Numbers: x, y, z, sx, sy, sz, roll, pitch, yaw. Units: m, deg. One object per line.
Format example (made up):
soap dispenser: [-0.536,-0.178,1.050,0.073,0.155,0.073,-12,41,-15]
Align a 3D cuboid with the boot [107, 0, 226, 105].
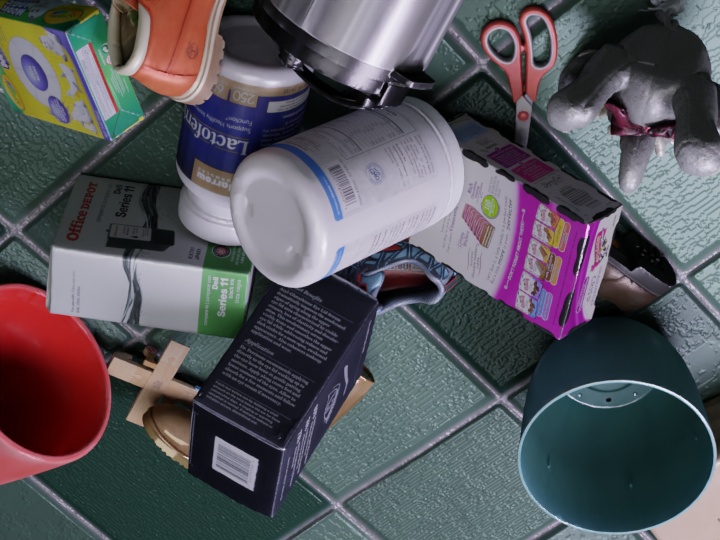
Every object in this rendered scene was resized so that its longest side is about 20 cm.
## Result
boot: [-0.170,-0.258,1.518,0.075,0.203,0.107,1,172,44]

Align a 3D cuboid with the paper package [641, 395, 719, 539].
paper package: [0.411,0.244,1.859,0.189,0.104,0.201,-28,117,21]

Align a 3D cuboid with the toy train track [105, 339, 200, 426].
toy train track: [-0.186,0.132,1.875,0.198,0.033,0.115,25,115,-19]

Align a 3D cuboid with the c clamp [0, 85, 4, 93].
c clamp: [-0.452,-0.141,1.709,0.170,0.027,0.200,30,120,-16]

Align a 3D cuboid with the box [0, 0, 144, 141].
box: [-0.292,-0.196,1.585,0.199,0.048,0.118,20,139,47]

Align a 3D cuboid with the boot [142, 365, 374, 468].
boot: [-0.112,0.138,1.836,0.174,0.066,0.200,35,107,-23]

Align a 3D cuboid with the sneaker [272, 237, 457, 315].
sneaker: [0.000,0.000,1.729,0.197,0.096,0.080,-4,123,7]

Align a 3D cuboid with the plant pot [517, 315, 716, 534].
plant pot: [0.260,0.143,1.766,0.198,0.162,0.202,2,125,3]

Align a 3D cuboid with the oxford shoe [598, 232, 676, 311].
oxford shoe: [0.220,-0.018,1.715,0.199,0.073,0.084,37,123,-18]

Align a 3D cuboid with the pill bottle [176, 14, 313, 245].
pill bottle: [-0.116,-0.132,1.636,0.114,0.116,0.202,11,124,-4]

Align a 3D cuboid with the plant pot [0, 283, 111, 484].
plant pot: [-0.392,0.140,1.808,0.200,0.202,0.177,41,129,-22]

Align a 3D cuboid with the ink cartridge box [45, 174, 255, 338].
ink cartridge box: [-0.204,-0.015,1.704,0.197,0.147,0.084,7,123,-2]

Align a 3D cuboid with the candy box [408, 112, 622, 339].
candy box: [0.146,-0.045,1.644,0.199,0.061,0.138,34,131,29]

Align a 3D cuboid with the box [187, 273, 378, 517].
box: [-0.077,0.114,1.683,0.103,0.201,0.149,27,146,10]

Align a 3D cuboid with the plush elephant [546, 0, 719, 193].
plush elephant: [0.264,-0.149,1.583,0.163,0.202,0.156,14,148,11]

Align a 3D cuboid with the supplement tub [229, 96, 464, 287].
supplement tub: [-0.012,-0.076,1.596,0.131,0.199,0.133,23,125,38]

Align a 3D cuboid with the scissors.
scissors: [0.165,-0.162,1.655,0.072,0.014,0.202,-9,121,8]

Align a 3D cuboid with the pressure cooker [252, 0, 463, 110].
pressure cooker: [-0.001,-0.250,1.504,0.177,0.176,0.201,22,114,-17]
